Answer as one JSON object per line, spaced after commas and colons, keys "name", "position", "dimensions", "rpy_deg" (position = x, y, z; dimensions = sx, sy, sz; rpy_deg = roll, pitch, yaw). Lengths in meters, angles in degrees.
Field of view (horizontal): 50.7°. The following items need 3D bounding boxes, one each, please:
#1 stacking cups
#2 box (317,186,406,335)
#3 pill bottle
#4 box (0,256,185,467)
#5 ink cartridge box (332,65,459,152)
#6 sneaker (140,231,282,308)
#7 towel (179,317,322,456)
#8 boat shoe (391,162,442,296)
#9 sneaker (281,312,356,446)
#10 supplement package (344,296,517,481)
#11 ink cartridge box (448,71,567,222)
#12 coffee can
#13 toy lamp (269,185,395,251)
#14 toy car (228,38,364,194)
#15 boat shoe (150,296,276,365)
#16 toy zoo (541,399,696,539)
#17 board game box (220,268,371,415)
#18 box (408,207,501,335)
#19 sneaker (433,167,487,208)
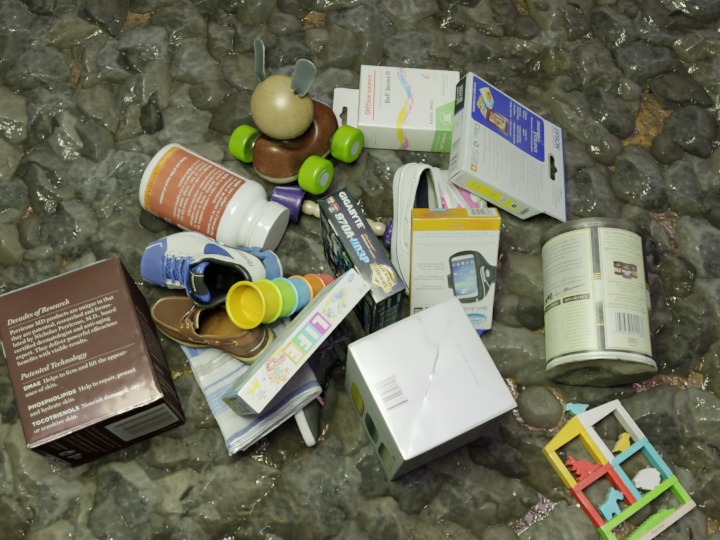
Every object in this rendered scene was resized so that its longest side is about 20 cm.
{"name": "stacking cups", "position": [-0.098, 0.037, 1.018], "dimensions": [0.060, 0.200, 0.061], "rpy_deg": [2, 94, 26]}
{"name": "box", "position": [0.000, 0.000, 1.030], "dimensions": [0.046, 0.200, 0.159], "rpy_deg": [-26, 71, -10]}
{"name": "pill bottle", "position": [-0.210, -0.096, 1.107], "dimensions": [0.200, 0.112, 0.112], "rpy_deg": [27, 69, 8]}
{"name": "box", "position": [-0.345, 0.122, 0.981], "dimensions": [0.164, 0.166, 0.200], "rpy_deg": [-21, 70, -10]}
{"name": "ink cartridge box", "position": [0.055, -0.259, 1.211], "dimensions": [0.200, 0.067, 0.117], "rpy_deg": [3, 68, -2]}
{"name": "sneaker", "position": [-0.216, -0.003, 1.016], "dimensions": [0.199, 0.115, 0.081], "rpy_deg": [6, 101, 17]}
{"name": "towel", "position": [-0.152, 0.130, 1.018], "dimensions": [0.147, 0.024, 0.200], "rpy_deg": [-35, 54, -1]}
{"name": "boat shoe", "position": [0.085, -0.053, 1.087], "dimensions": [0.073, 0.065, 0.200], "rpy_deg": [-12, 100, -25]}
{"name": "sneaker", "position": [-0.050, 0.135, 1.041], "dimensions": [0.099, 0.071, 0.200], "rpy_deg": [-9, 64, -1]}
{"name": "supplement package", "position": [0.078, 0.158, 0.969], "dimensions": [0.150, 0.200, 0.152], "rpy_deg": [-23, 71, -11]}
{"name": "ink cartridge box", "position": [0.229, -0.181, 1.169], "dimensions": [0.200, 0.047, 0.198], "rpy_deg": [26, 53, -25]}
{"name": "coffee can", "position": [0.328, 0.047, 1.057], "dimensions": [0.146, 0.146, 0.200], "rpy_deg": [4, 68, -1]}
{"name": "toy lamp", "position": [-0.038, -0.081, 1.142], "dimensions": [0.200, 0.058, 0.058], "rpy_deg": [19, 68, 3]}
{"name": "toy car", "position": [-0.101, -0.239, 1.100], "dimensions": [0.164, 0.200, 0.158], "rpy_deg": [26, 56, 22]}
{"name": "boat shoe", "position": [-0.207, 0.067, 1.024], "dimensions": [0.200, 0.068, 0.072], "rpy_deg": [14, 64, 28]}
{"name": "toy zoo", "position": [0.340, 0.268, 1.034], "dimensions": [0.131, 0.020, 0.200], "rpy_deg": [-30, 72, -14]}
{"name": "board game box", "position": [-0.081, 0.090, 0.928], "dimensions": [0.034, 0.134, 0.200], "rpy_deg": [44, 69, -5]}
{"name": "box", "position": [0.128, 0.010, 1.063], "dimensions": [0.119, 0.200, 0.042], "rpy_deg": [0, 31, -1]}
{"name": "sneaker", "position": [0.156, -0.072, 1.132], "dimensions": [0.088, 0.081, 0.200], "rpy_deg": [-12, 75, -14]}
